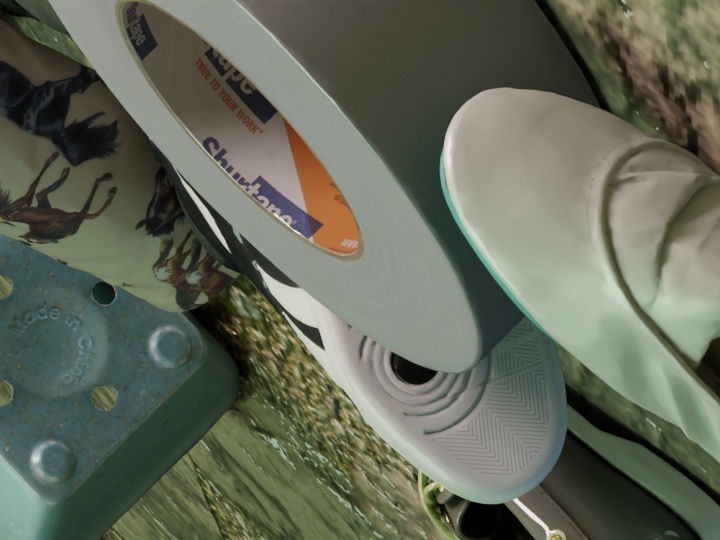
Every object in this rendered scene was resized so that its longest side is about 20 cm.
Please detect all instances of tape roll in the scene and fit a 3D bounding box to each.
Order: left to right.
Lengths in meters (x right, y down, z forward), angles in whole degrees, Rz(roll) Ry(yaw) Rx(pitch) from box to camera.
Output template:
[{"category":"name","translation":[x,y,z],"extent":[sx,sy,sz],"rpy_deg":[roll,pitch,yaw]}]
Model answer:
[{"category":"tape roll","translation":[-0.015,-0.063,0.858],"extent":[0.200,0.066,0.200],"rpy_deg":[43,167,13]}]

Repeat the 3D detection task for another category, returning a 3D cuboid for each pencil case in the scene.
[{"category":"pencil case","translation":[-0.125,-0.048,1.054],"extent":[0.200,0.078,0.089],"rpy_deg":[24,168,-41]}]

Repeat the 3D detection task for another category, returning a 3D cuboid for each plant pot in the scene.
[{"category":"plant pot","translation":[-0.177,0.053,1.440],"extent":[0.196,0.196,0.200],"rpy_deg":[47,157,-4]}]

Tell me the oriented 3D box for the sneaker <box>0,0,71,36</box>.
[{"category":"sneaker","translation":[-0.153,-0.159,0.972],"extent":[0.199,0.076,0.114],"rpy_deg":[47,161,-26]}]

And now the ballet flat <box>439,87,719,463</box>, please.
[{"category":"ballet flat","translation":[0.107,0.019,0.763],"extent":[0.200,0.069,0.069],"rpy_deg":[46,167,-18]}]

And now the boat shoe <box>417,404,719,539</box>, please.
[{"category":"boat shoe","translation":[0.057,0.077,1.053],"extent":[0.201,0.060,0.072],"rpy_deg":[34,162,41]}]

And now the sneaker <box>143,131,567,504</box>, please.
[{"category":"sneaker","translation":[0.000,0.000,1.005],"extent":[0.200,0.073,0.112],"rpy_deg":[52,171,9]}]
